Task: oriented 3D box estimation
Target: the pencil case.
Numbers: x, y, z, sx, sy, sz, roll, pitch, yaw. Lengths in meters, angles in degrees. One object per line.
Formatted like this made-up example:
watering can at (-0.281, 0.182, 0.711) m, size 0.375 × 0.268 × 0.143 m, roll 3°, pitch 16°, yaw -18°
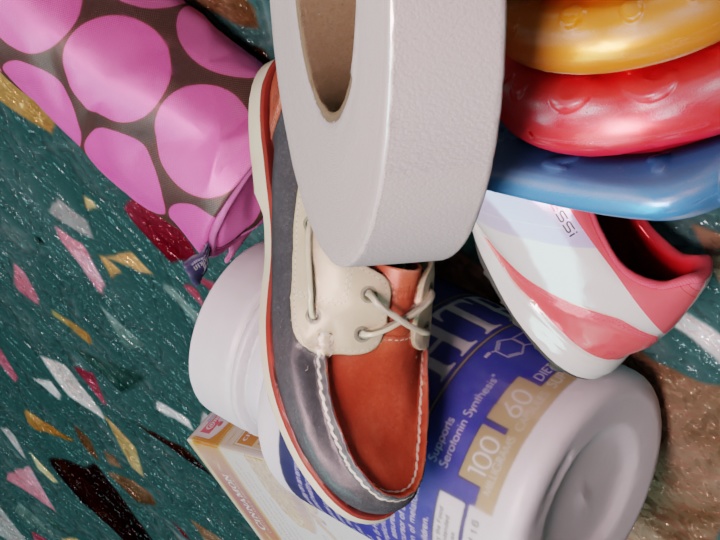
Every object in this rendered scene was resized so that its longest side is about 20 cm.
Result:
pencil case at (-0.116, -0.090, 0.985) m, size 0.200 × 0.091 × 0.094 m, roll 41°, pitch 155°, yaw 8°

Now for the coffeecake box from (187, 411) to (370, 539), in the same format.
coffeecake box at (0.023, 0.132, 1.150) m, size 0.199 × 0.073 × 0.154 m, roll 8°, pitch 139°, yaw 51°

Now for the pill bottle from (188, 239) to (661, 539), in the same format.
pill bottle at (0.023, 0.063, 0.982) m, size 0.199 × 0.120 × 0.120 m, roll 25°, pitch 151°, yaw 32°

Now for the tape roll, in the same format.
tape roll at (0.004, -0.102, 0.694) m, size 0.203 × 0.037 × 0.205 m, roll 176°, pitch 90°, yaw -78°

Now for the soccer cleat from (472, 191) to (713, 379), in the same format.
soccer cleat at (0.054, -0.052, 0.836) m, size 0.073 × 0.068 × 0.200 m, roll -36°, pitch 94°, yaw 38°

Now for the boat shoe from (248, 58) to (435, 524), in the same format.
boat shoe at (0.000, 0.000, 0.884) m, size 0.062 × 0.071 × 0.202 m, roll -18°, pitch 75°, yaw 46°

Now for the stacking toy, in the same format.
stacking toy at (0.075, -0.124, 0.653) m, size 0.109 × 0.116 × 0.201 m, roll 12°, pitch 128°, yaw 44°
